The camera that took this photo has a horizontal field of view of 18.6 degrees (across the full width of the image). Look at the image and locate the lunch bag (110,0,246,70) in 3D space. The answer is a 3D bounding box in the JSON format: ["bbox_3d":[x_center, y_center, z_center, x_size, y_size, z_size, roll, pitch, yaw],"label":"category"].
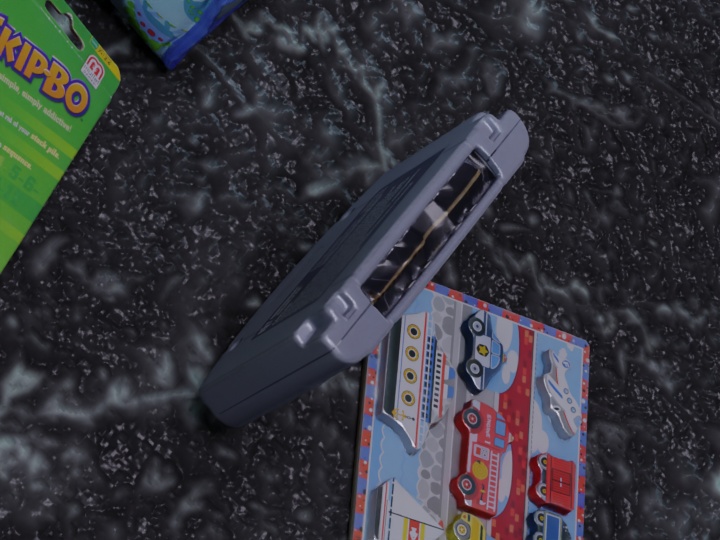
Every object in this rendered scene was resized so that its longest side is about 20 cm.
[{"bbox_3d":[-0.087,-0.242,1.223,0.170,0.127,0.200,46,60,-7],"label":"lunch bag"}]

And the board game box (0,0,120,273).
[{"bbox_3d":[-0.193,-0.064,1.107,0.096,0.030,0.201,53,48,-30],"label":"board game box"}]

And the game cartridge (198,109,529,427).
[{"bbox_3d":[0.000,0.000,1.158,0.041,0.133,0.200,50,50,-13],"label":"game cartridge"}]

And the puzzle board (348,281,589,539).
[{"bbox_3d":[0.065,0.106,1.229,0.150,0.017,0.201,21,57,-26],"label":"puzzle board"}]
